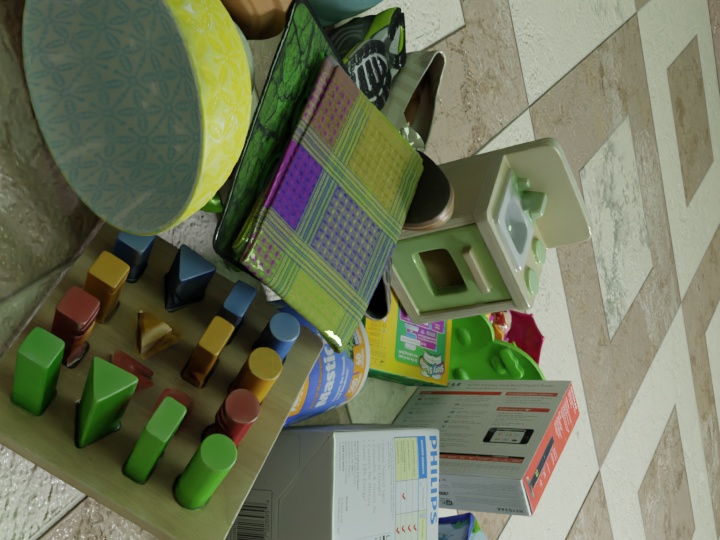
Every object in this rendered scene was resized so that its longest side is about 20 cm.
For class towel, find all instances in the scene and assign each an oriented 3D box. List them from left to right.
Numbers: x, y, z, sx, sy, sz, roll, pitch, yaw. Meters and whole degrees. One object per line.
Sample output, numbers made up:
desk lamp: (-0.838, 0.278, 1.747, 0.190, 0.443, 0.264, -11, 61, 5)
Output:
towel: (-0.018, -0.054, 0.782, 0.144, 0.023, 0.202, 44, 57, -38)

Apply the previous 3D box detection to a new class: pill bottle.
pill bottle: (-0.085, 0.086, 0.870, 0.199, 0.111, 0.114, -10, 97, -58)

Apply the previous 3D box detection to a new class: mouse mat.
mouse mat: (-0.056, -0.092, 0.777, 0.161, 0.007, 0.203, 42, 66, -72)

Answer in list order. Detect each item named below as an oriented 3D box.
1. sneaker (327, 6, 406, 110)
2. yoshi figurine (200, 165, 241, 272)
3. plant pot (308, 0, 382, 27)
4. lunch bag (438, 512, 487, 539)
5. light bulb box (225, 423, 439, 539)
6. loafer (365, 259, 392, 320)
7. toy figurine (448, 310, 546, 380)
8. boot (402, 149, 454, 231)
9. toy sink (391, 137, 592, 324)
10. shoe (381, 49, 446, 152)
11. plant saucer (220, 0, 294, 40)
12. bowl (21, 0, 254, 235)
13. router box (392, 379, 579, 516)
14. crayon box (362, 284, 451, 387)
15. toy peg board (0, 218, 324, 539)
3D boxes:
sneaker: (-0.009, -0.212, 1.023, 0.201, 0.080, 0.075, -60, 143, -56)
yoshi figurine: (-0.085, -0.050, 0.898, 0.199, 0.111, 0.114, 27, 81, -56)
plant pot: (-0.004, -0.361, 1.008, 0.199, 0.132, 0.204, 5, 84, -58)
lunch bag: (0.100, 0.405, 1.117, 0.171, 0.126, 0.201, 57, 40, -28)
light bulb box: (-0.022, 0.249, 0.948, 0.199, 0.123, 0.202, 13, 77, -57)
loafer: (0.000, 0.000, 0.892, 0.200, 0.071, 0.064, 40, 34, -73)
toy figurine: (0.173, 0.097, 1.291, 0.202, 0.149, 0.184, 62, 26, -12)
boot: (0.034, -0.065, 0.919, 0.074, 0.199, 0.076, -47, 121, -11)
toy sink: (0.125, -0.035, 1.029, 0.131, 0.198, 0.113, 59, 36, -31)
shoe: (0.046, -0.164, 1.063, 0.070, 0.053, 0.202, 50, 47, -42)
plant saucer: (-0.143, -0.226, 0.724, 0.200, 0.198, 0.033, 38, 73, -50)
bowl: (-0.140, -0.137, 0.705, 0.107, 0.198, 0.203, -28, 112, -44)
router box: (0.127, 0.193, 1.118, 0.180, 0.198, 0.049, -46, 124, -48)
crayon box: (0.035, 0.061, 1.111, 0.199, 0.058, 0.121, 21, 71, -56)
toy peg board: (-0.136, 0.060, 0.703, 0.198, 0.098, 0.200, 32, 54, -4)
